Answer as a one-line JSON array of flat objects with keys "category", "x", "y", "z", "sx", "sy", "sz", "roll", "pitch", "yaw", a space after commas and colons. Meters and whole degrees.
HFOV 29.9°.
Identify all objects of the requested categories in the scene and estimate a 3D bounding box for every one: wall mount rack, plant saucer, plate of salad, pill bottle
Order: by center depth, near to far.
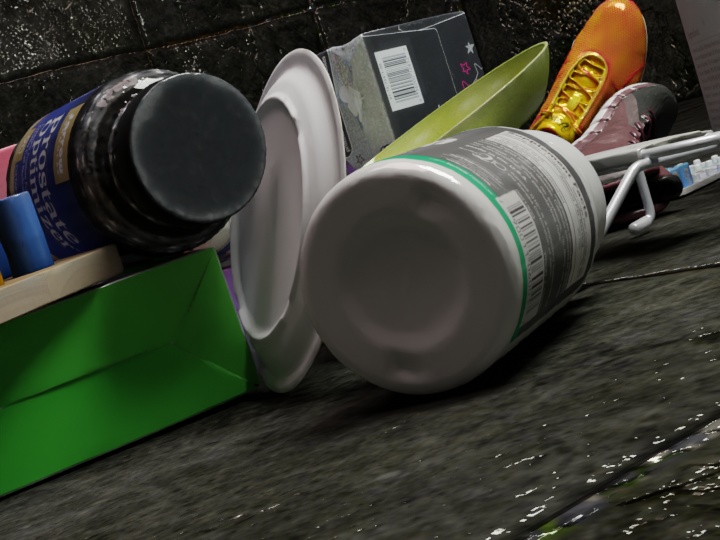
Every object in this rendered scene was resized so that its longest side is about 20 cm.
[{"category": "pill bottle", "x": 0.059, "y": -0.015, "z": 0.709, "sx": 0.112, "sy": 0.114, "sz": 0.200, "roll": -15, "pitch": 5, "yaw": 27}, {"category": "plate of salad", "x": -0.036, "y": -0.028, "z": 0.798, "sx": 0.048, "sy": 0.202, "sz": 0.200, "roll": 4, "pitch": -4, "yaw": -22}, {"category": "pill bottle", "x": -0.139, "y": -0.062, "z": 0.836, "sx": 0.111, "sy": 0.113, "sz": 0.200, "roll": -20, "pitch": 6, "yaw": -30}, {"category": "plant saucer", "x": 0.049, "y": -0.078, "z": 0.889, "sx": 0.199, "sy": 0.031, "sz": 0.200, "roll": -37, "pitch": 8, "yaw": 6}, {"category": "wall mount rack", "x": 0.165, "y": -0.041, "z": 0.904, "sx": 0.173, "sy": 0.075, "sz": 0.200, "roll": -16, "pitch": 3, "yaw": -27}]

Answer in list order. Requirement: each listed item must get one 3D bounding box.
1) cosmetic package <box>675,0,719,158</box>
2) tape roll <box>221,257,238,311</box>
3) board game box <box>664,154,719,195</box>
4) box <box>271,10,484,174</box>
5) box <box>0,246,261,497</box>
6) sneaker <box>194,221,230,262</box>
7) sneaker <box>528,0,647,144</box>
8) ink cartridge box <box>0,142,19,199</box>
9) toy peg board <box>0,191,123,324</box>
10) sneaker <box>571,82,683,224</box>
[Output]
[{"category": "cosmetic package", "x": 0.348, "y": -0.182, "z": 1.026, "sx": 0.164, "sy": 0.202, "sz": 0.165, "roll": -18, "pitch": 5, "yaw": 4}, {"category": "tape roll", "x": -0.066, "y": 0.010, "z": 1.177, "sx": 0.199, "sy": 0.066, "sz": 0.200, "roll": -18, "pitch": 4, "yaw": 1}, {"category": "board game box", "x": 0.262, "y": -0.084, "z": 1.283, "sx": 0.199, "sy": 0.026, "sz": 0.199, "roll": -14, "pitch": 6, "yaw": 43}, {"category": "box", "x": 0.033, "y": -0.085, "z": 1.070, "sx": 0.132, "sy": 0.202, "sz": 0.114, "roll": -22, "pitch": 5, "yaw": -44}, {"category": "box", "x": -0.193, "y": 0.065, "z": 0.840, "sx": 0.199, "sy": 0.097, "sz": 0.176, "roll": -21, "pitch": 8, "yaw": -27}, {"category": "sneaker", "x": -0.105, "y": -0.036, "z": 1.152, "sx": 0.087, "sy": 0.076, "sz": 0.200, "roll": 7, "pitch": 3, "yaw": 3}, {"category": "sneaker", "x": 0.194, "y": -0.142, "z": 1.180, "sx": 0.073, "sy": 0.201, "sz": 0.077, "roll": 26, "pitch": 12, "yaw": 15}, {"category": "ink cartridge box", "x": -0.214, "y": 0.002, "z": 1.006, "sx": 0.145, "sy": 0.202, "sz": 0.083, "roll": -17, "pitch": 2, "yaw": 5}, {"category": "toy peg board", "x": -0.278, "y": 0.001, "z": 0.755, "sx": 0.199, "sy": 0.099, "sz": 0.199, "roll": -13, "pitch": 9, "yaw": 33}, {"category": "sneaker", "x": 0.231, "y": -0.087, "z": 1.110, "sx": 0.200, "sy": 0.076, "sz": 0.115, "roll": -39, "pitch": 32, "yaw": -30}]
